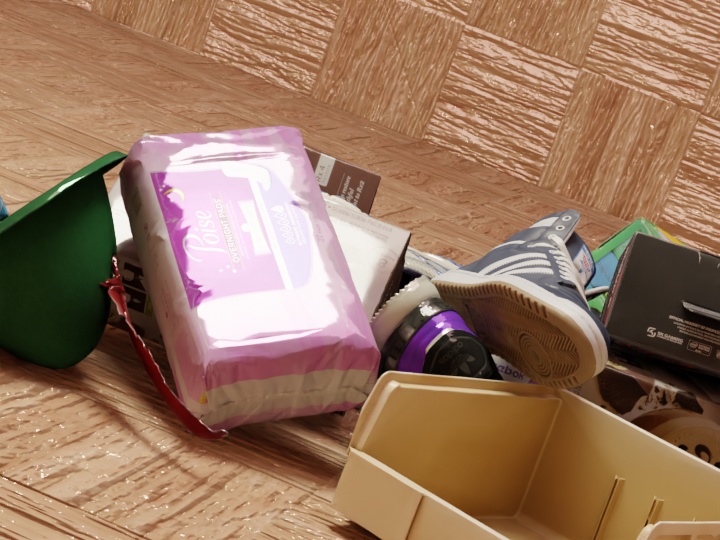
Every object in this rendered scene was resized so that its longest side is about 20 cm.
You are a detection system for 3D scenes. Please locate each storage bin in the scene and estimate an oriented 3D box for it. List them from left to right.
[{"bbox_3d":[0.119,0.141,1.242,0.200,0.094,0.198,28,12,37],"label":"storage bin"}]

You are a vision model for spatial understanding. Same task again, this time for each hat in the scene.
[{"bbox_3d":[-0.168,0.044,1.338,0.176,0.165,0.200,54,18,-3],"label":"hat"}]

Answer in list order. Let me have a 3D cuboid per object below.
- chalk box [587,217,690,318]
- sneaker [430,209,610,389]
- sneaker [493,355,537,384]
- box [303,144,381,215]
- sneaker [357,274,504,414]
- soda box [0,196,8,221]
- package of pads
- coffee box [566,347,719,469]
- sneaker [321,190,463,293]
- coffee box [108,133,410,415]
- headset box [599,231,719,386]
[{"bbox_3d":[0.218,0.049,1.676,0.125,0.124,0.200,60,16,23],"label":"chalk box"},{"bbox_3d":[0.127,0.014,1.378,0.108,0.070,0.200,-27,17,-20],"label":"sneaker"},{"bbox_3d":[0.108,0.070,1.572,0.072,0.115,0.200,19,8,1],"label":"sneaker"},{"bbox_3d":[-0.047,-0.035,1.739,0.075,0.100,0.200,20,-5,-7],"label":"box"},{"bbox_3d":[0.054,0.087,1.397,0.100,0.070,0.200,43,-14,19],"label":"sneaker"},{"bbox_3d":[-0.272,-0.050,1.407,0.068,0.064,0.200,64,-9,-6],"label":"soda box"},{"bbox_3d":[-0.072,0.004,1.359,0.120,0.076,0.200,-5,51,-19],"label":"package of pads"},{"bbox_3d":[0.213,0.131,1.443,0.199,0.113,0.080,18,9,-7],"label":"coffee box"},{"bbox_3d":[0.000,0.000,1.586,0.199,0.077,0.085,20,13,-1],"label":"sneaker"},{"bbox_3d":[-0.079,0.002,1.474,0.199,0.080,0.113,21,49,5],"label":"coffee box"},{"bbox_3d":[0.240,0.036,1.472,0.148,0.075,0.200,18,-4,4],"label":"headset box"}]
